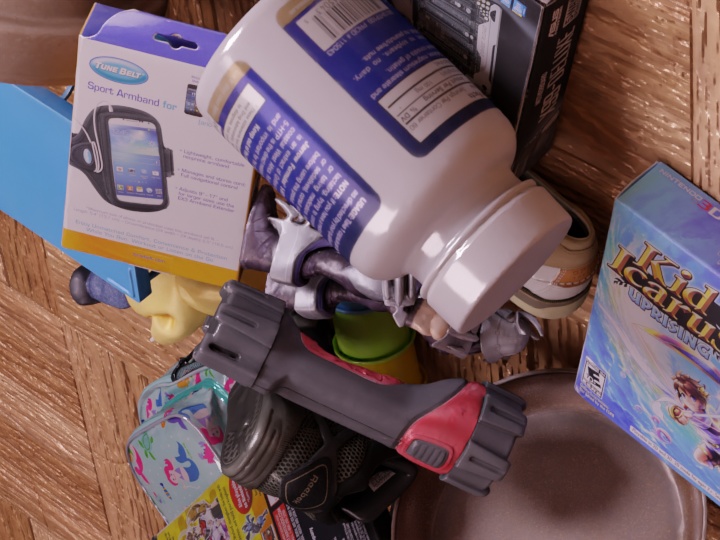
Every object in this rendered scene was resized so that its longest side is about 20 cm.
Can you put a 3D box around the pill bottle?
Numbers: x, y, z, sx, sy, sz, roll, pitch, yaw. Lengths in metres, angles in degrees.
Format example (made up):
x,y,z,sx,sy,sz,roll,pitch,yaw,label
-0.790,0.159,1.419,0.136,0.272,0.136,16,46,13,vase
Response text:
x,y,z,sx,sy,sz,roll,pitch,yaw,label
0.016,-0.065,1.431,0.200,0.120,0.120,45,150,11,pill bottle

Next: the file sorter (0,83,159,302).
x,y,z,sx,sy,sz,roll,pitch,yaw,label
-0.185,-0.103,1.766,0.200,0.123,0.139,32,144,31,file sorter

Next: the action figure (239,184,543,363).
x,y,z,sx,sy,sz,roll,pitch,yaw,label
0.023,0.011,1.581,0.199,0.070,0.130,18,172,27,action figure

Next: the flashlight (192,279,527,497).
x,y,z,sx,sy,sz,roll,pitch,yaw,label
0.001,0.066,1.553,0.199,0.068,0.068,27,176,-7,flashlight

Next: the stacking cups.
x,y,z,sx,sy,sz,roll,pitch,yaw,label
0.000,0.000,1.684,0.060,0.060,0.201,25,140,39,stacking cups

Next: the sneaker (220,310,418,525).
x,y,z,sx,sy,sz,roll,pitch,yaw,label
-0.024,0.096,1.635,0.114,0.200,0.076,34,110,-13,sneaker

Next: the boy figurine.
x,y,z,sx,sy,sz,roll,pitch,yaw,label
-0.139,-0.007,1.865,0.200,0.064,0.125,5,107,49,boy figurine

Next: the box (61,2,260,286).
x,y,z,sx,sy,sz,roll,pitch,yaw,label
-0.118,-0.083,1.595,0.119,0.042,0.200,14,132,3,box

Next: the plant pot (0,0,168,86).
x,y,z,sx,sy,sz,roll,pitch,yaw,label
-0.208,-0.240,1.616,0.200,0.200,0.175,35,129,27,plant pot

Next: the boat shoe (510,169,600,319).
x,y,z,sx,sy,sz,roll,pitch,yaw,label
0.059,-0.055,1.537,0.200,0.075,0.068,33,145,12,boat shoe

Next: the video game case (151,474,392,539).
x,y,z,sx,sy,sz,roll,pitch,yaw,label
-0.049,0.203,1.677,0.181,0.025,0.200,-43,46,24,video game case

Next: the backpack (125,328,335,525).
x,y,z,sx,sy,sz,roll,pitch,yaw,label
-0.077,0.130,1.853,0.178,0.150,0.200,56,155,-9,backpack

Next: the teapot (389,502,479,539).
x,y,z,sx,sy,sz,roll,pitch,yaw,label
0.106,0.209,1.686,0.198,0.146,0.200,54,-173,38,teapot

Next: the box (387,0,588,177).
x,y,z,sx,sy,sz,roll,pitch,yaw,label
0.034,-0.163,1.471,0.200,0.050,0.158,39,148,20,box

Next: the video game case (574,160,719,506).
x,y,z,sx,sy,sz,roll,pitch,yaw,label
0.217,0.061,1.462,0.200,0.045,0.182,38,146,24,video game case

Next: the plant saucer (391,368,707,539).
x,y,z,sx,sy,sz,roll,pitch,yaw,label
0.118,0.158,1.580,0.200,0.200,0.032,34,173,29,plant saucer
